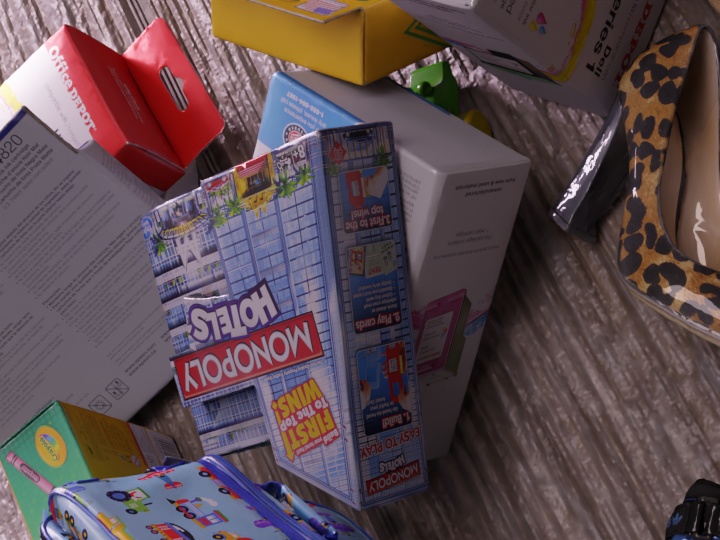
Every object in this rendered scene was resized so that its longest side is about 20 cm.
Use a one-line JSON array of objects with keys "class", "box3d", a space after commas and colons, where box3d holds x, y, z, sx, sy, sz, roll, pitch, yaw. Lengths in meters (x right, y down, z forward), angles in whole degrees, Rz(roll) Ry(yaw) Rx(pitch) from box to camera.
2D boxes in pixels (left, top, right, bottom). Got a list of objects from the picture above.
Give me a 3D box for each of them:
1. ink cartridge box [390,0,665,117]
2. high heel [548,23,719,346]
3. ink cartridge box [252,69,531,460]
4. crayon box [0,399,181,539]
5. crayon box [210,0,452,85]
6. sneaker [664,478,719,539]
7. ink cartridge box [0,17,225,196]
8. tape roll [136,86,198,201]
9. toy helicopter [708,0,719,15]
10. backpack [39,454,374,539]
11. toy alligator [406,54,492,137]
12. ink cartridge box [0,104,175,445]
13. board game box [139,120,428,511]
[{"class": "ink cartridge box", "box3d": [0.103, -0.190, 1.223, 0.084, 0.200, 0.146, 21, 87, 33]}, {"class": "high heel", "box3d": [0.198, -0.045, 1.190, 0.200, 0.071, 0.143, 43, 107, 44]}, {"class": "ink cartridge box", "box3d": [0.000, 0.000, 1.262, 0.144, 0.084, 0.201, 34, 118, 36]}, {"class": "crayon box", "box3d": [-0.134, 0.184, 1.314, 0.058, 0.119, 0.201, -39, 58, 17]}, {"class": "crayon box", "box3d": [-0.001, -0.168, 1.292, 0.125, 0.199, 0.052, 22, 124, 36]}, {"class": "sneaker", "box3d": [0.155, 0.167, 1.121, 0.198, 0.077, 0.112, 0, 69, 5]}, {"class": "ink cartridge box", "box3d": [-0.196, -0.076, 1.422, 0.200, 0.067, 0.117, -42, 57, 15]}, {"class": "tape roll", "box3d": [-0.201, -0.039, 1.478, 0.202, 0.037, 0.204, -11, 70, 30]}, {"class": "toy helicopter", "box3d": [0.277, -0.207, 1.190, 0.200, 0.079, 0.133, -43, 57, 11]}, {"class": "backpack", "box3d": [-0.058, 0.183, 1.153, 0.182, 0.199, 0.135, 38, 124, 47]}, {"class": "toy alligator", "box3d": [0.043, -0.088, 1.319, 0.059, 0.054, 0.202, -15, 68, 29]}, {"class": "ink cartridge box", "box3d": [-0.204, 0.016, 1.373, 0.199, 0.200, 0.041, -42, 24, 15]}, {"class": "board game box", "box3d": [-0.042, 0.041, 1.208, 0.199, 0.061, 0.201, -20, 83, 45]}]
